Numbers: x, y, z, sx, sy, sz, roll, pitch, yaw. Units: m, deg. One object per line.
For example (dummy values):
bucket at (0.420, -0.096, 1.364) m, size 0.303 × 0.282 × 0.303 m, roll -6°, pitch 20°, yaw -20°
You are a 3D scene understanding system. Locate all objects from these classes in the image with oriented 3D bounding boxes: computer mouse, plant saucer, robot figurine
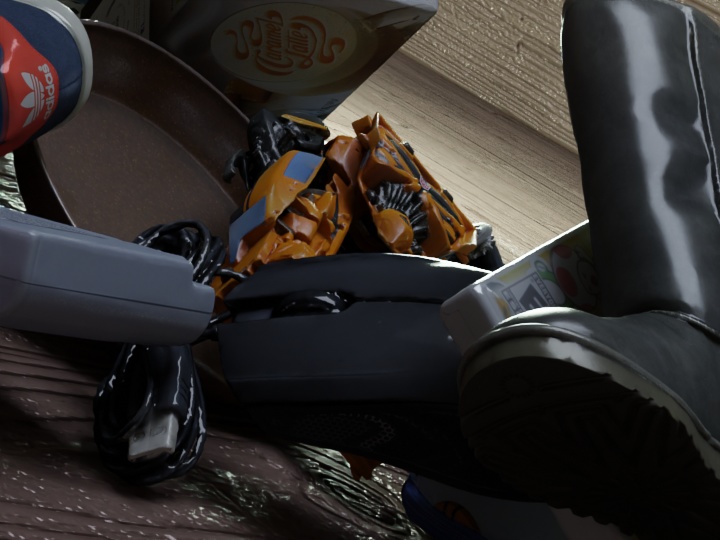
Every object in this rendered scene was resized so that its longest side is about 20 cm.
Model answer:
computer mouse at (0.008, 0.030, 0.921) m, size 0.198 × 0.053 × 0.139 m, roll 11°, pitch 37°, yaw -5°
plant saucer at (-0.077, -0.017, 1.083) m, size 0.200 × 0.034 × 0.201 m, roll 40°, pitch 26°, yaw -24°
robot figurine at (0.000, 0.000, 1.084) m, size 0.145 × 0.058 × 0.200 m, roll 49°, pitch 24°, yaw -12°

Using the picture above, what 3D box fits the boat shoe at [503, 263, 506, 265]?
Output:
boat shoe at (-0.001, -0.024, 1.474) m, size 0.198 × 0.068 × 0.074 m, roll 29°, pitch 8°, yaw 10°

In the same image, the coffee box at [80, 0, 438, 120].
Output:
coffee box at (-0.056, -0.128, 1.267) m, size 0.114 × 0.080 × 0.200 m, roll 13°, pitch -28°, yaw -25°

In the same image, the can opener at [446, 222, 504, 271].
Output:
can opener at (0.053, 0.037, 1.229) m, size 0.063 × 0.079 × 0.200 m, roll -5°, pitch 26°, yaw -5°

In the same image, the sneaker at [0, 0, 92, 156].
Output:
sneaker at (-0.206, -0.075, 0.974) m, size 0.198 × 0.076 × 0.085 m, roll -2°, pitch 18°, yaw 13°

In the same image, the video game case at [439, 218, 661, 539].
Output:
video game case at (0.129, 0.070, 0.922) m, size 0.182 × 0.023 × 0.201 m, roll -27°, pitch 85°, yaw -53°

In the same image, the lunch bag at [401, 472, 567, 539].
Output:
lunch bag at (0.103, 0.102, 1.032) m, size 0.160 × 0.076 × 0.200 m, roll 31°, pitch 8°, yaw 6°

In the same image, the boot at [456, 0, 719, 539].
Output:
boot at (0.091, -0.015, 0.863) m, size 0.072 × 0.201 × 0.182 m, roll -16°, pitch -32°, yaw 30°

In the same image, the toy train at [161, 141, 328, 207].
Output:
toy train at (-0.067, -0.026, 1.237) m, size 0.199 × 0.087 × 0.114 m, roll 19°, pitch 17°, yaw -31°

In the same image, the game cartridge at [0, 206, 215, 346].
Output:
game cartridge at (-0.164, -0.014, 0.873) m, size 0.199 × 0.041 × 0.133 m, roll 15°, pitch -2°, yaw 30°

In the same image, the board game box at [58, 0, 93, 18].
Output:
board game box at (-0.128, -0.149, 1.372) m, size 0.150 × 0.047 × 0.200 m, roll -2°, pitch -27°, yaw 0°
